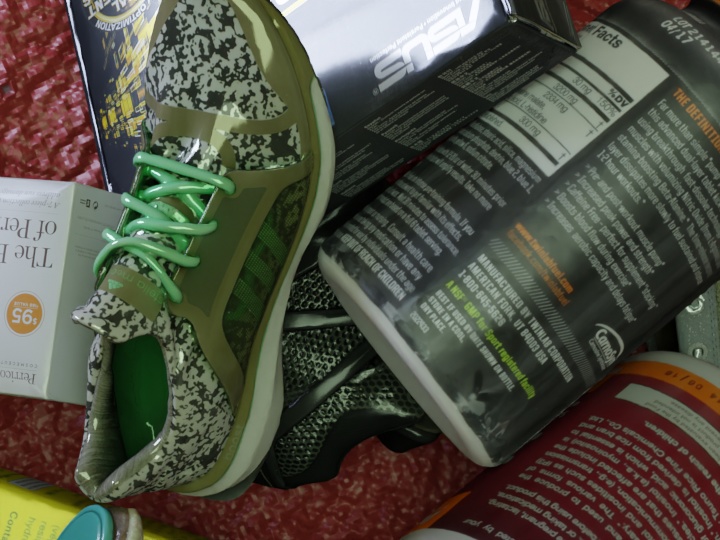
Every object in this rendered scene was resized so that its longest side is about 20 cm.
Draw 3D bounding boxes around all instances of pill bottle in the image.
[{"bbox_3d":[0.090,-0.028,0.770,0.200,0.106,0.106,-39,88,-4],"label":"pill bottle"},{"bbox_3d":[0.074,0.124,0.770,0.199,0.113,0.113,-34,88,-36],"label":"pill bottle"}]

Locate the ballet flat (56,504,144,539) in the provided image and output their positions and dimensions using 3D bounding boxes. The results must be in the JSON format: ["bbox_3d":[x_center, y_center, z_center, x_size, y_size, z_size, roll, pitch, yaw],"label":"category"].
[{"bbox_3d":[-0.115,0.180,0.737,0.062,0.067,0.201,30,85,-27],"label":"ballet flat"}]

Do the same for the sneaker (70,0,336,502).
[{"bbox_3d":[-0.063,-0.003,0.726,0.076,0.088,0.202,13,107,23],"label":"sneaker"}]

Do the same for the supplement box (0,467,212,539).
[{"bbox_3d":[-0.110,0.149,0.818,0.198,0.110,0.110,19,85,0],"label":"supplement box"}]

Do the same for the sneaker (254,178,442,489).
[{"bbox_3d":[0.000,0.000,0.853,0.113,0.076,0.201,25,88,-2],"label":"sneaker"}]

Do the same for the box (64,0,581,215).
[{"bbox_3d":[-0.025,-0.105,0.796,0.199,0.049,0.162,-31,62,30],"label":"box"}]

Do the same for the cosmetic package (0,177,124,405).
[{"bbox_3d":[-0.187,0.003,0.812,0.198,0.051,0.083,4,86,26],"label":"cosmetic package"}]

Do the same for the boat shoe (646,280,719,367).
[{"bbox_3d":[0.128,0.000,0.860,0.064,0.074,0.204,-23,94,-8],"label":"boat shoe"}]
